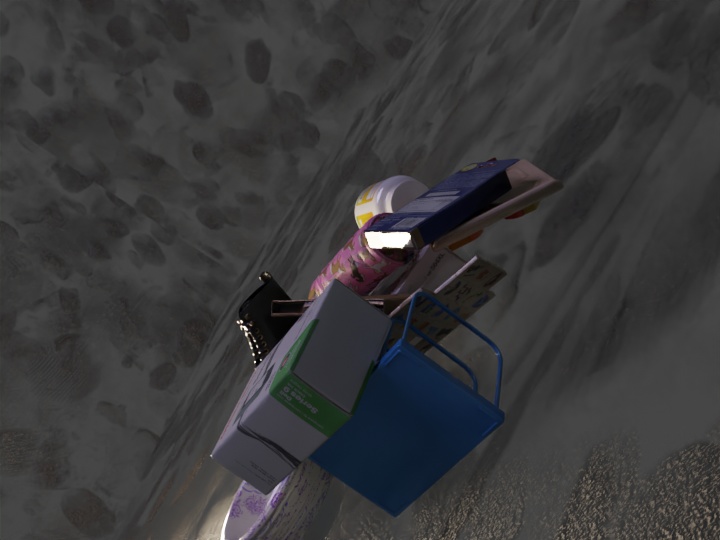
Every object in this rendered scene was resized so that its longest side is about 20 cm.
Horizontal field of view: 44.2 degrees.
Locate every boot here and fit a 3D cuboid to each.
[{"bbox_3d":[-0.127,0.116,1.120,0.077,0.138,0.201,-26,24,47],"label":"boot"}]

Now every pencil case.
[{"bbox_3d":[0.000,0.000,1.268,0.200,0.086,0.084,-44,17,46],"label":"pencil case"}]

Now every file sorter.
[{"bbox_3d":[0.051,0.147,0.995,0.200,0.138,0.123,-49,10,32],"label":"file sorter"}]

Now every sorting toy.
[{"bbox_3d":[0.167,-0.085,1.195,0.183,0.037,0.200,-26,14,2],"label":"sorting toy"}]

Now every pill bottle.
[{"bbox_3d":[0.065,-0.114,1.635,0.112,0.110,0.200,-59,12,-9],"label":"pill bottle"}]

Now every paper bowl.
[{"bbox_3d":[-0.097,0.318,1.220,0.202,0.104,0.201,-52,12,16],"label":"paper bowl"}]

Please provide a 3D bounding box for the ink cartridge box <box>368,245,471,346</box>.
[{"bbox_3d":[0.084,0.009,1.316,0.147,0.084,0.200,-56,13,12],"label":"ink cartridge box"}]

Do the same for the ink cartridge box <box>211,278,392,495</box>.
[{"bbox_3d":[-0.066,0.129,0.959,0.200,0.083,0.147,-48,11,41],"label":"ink cartridge box"}]

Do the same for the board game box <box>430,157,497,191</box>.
[{"bbox_3d":[0.145,-0.122,1.339,0.102,0.020,0.200,-28,-3,-4],"label":"board game box"}]

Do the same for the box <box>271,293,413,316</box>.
[{"bbox_3d":[0.006,0.043,1.122,0.199,0.161,0.022,-2,-90,-61],"label":"box"}]

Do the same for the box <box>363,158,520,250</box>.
[{"bbox_3d":[0.111,-0.086,1.154,0.199,0.033,0.121,-34,17,-23],"label":"box"}]

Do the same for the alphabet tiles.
[{"bbox_3d":[0.083,0.056,1.066,0.199,0.008,0.166,-41,-27,16],"label":"alphabet tiles"}]
